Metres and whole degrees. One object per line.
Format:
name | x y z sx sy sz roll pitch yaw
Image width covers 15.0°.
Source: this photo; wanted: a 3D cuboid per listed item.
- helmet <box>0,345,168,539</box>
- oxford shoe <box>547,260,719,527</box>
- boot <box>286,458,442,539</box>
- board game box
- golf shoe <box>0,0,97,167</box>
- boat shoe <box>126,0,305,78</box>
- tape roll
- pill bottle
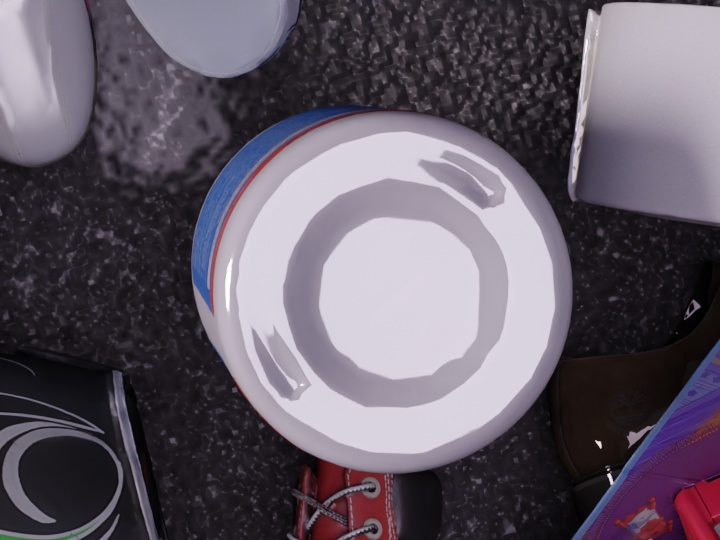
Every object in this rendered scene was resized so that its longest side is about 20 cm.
helmet | -0.153 0.128 0.911 0.190 0.200 0.201 -13 96 -3
oxford shoe | 0.163 0.028 1.003 0.199 0.073 0.085 -17 80 -13
boot | -0.019 0.131 0.932 0.072 0.200 0.145 -4 95 22
board game box | 0.159 0.094 0.962 0.158 0.039 0.200 11 127 -33
golf shoe | -0.143 -0.129 0.942 0.072 0.092 0.201 -20 98 -6
boat shoe | -0.075 -0.163 0.913 0.073 0.068 0.200 -29 105 25
tape roll | 0.175 -0.046 0.933 0.202 0.202 0.071 6 94 -7
pill bottle | 0.000 0.000 0.914 0.112 0.200 0.113 -1 95 -7
